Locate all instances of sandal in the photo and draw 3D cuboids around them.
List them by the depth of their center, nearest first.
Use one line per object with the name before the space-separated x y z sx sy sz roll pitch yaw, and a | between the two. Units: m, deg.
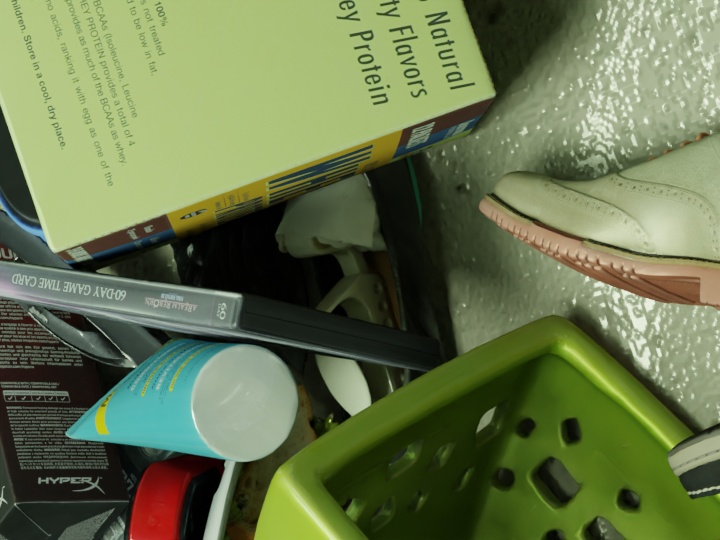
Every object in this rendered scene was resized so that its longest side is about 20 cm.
sandal | -0.145 0.032 1.116 0.200 0.076 0.043 40 91 16

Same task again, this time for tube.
tube | -0.087 0.060 0.978 0.051 0.077 0.200 57 160 -11

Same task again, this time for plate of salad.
plate of salad | -0.041 0.148 1.011 0.048 0.200 0.202 7 110 10

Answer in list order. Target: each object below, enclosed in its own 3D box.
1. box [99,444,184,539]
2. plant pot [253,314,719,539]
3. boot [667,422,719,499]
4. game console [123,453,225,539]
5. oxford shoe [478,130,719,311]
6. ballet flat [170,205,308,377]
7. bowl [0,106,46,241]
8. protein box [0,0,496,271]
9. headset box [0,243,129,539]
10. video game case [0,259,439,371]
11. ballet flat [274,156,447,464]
box | -0.109 0.205 1.175 0.200 0.043 0.161 51 130 19
plant pot | 0.064 0.172 0.912 0.200 0.198 0.182 45 134 22
boot | 0.227 0.116 0.828 0.199 0.073 0.152 -17 91 38
game console | -0.088 0.193 1.016 0.031 0.177 0.202 4 90 6
oxford shoe | 0.139 -0.024 0.882 0.199 0.071 0.075 17 88 39
ballet flat | -0.072 -0.017 1.078 0.057 0.066 0.202 144 111 -72
bowl | -0.135 -0.107 1.062 0.200 0.039 0.203 -18 67 47
protein box | -0.070 -0.127 0.914 0.135 0.198 0.200 125 125 -85
headset box | -0.216 0.083 1.183 0.149 0.077 0.201 -48 51 41
video game case | -0.083 0.018 0.938 0.199 0.142 0.019 8 86 39
ballet flat | 0.000 0.000 1.001 0.068 0.068 0.202 -14 92 41
